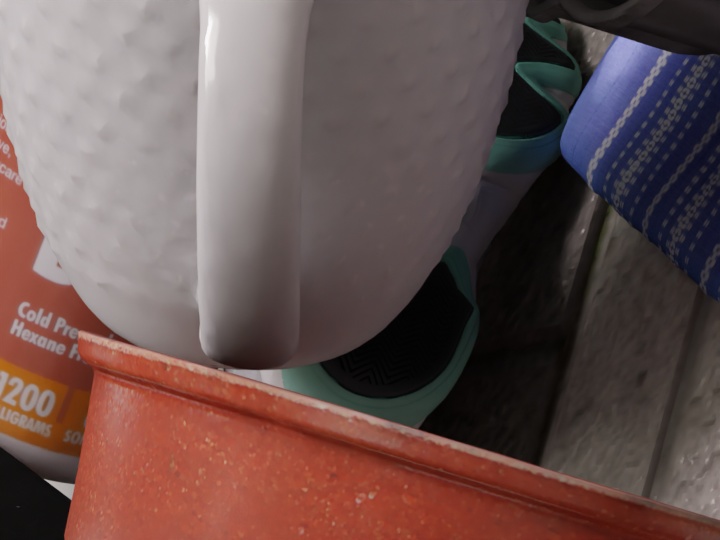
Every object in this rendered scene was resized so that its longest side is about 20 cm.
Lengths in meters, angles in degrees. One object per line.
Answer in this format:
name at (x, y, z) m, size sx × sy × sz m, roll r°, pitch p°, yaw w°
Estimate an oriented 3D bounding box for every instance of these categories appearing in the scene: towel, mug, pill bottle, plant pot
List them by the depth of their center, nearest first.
plant pot at (0.003, 0.136, 0.600) m, size 0.200 × 0.200 × 0.197 m, roll 9°, pitch 81°, yaw 64°
mug at (-0.027, -0.057, 0.672) m, size 0.200 × 0.147 × 0.176 m, roll -93°, pitch 7°, yaw -60°
towel at (0.126, -0.062, 0.733) m, size 0.145 × 0.024 × 0.200 m, roll -60°, pitch 25°, yaw 10°
pill bottle at (-0.077, -0.040, 0.854) m, size 0.201 × 0.112 × 0.112 m, roll -67°, pitch 23°, yaw 19°

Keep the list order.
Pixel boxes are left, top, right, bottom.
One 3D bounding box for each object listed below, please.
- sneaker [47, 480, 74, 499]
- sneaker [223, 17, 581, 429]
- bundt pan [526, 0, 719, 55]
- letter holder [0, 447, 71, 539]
sneaker at (-0.083, 0.085, 0.927) m, size 0.074 × 0.082 × 0.200 m, roll -65°, pitch 26°, yaw -1°
sneaker at (0.000, 0.000, 0.859) m, size 0.200 × 0.077 × 0.140 m, roll -62°, pitch 3°, yaw -40°
bundt pan at (0.121, -0.145, 0.705) m, size 0.202 × 0.075 × 0.203 m, roll -42°, pitch 36°, yaw 41°
letter holder at (-0.124, 0.145, 0.767) m, size 0.200 × 0.100 × 0.143 m, roll 31°, pitch 116°, yaw 35°
